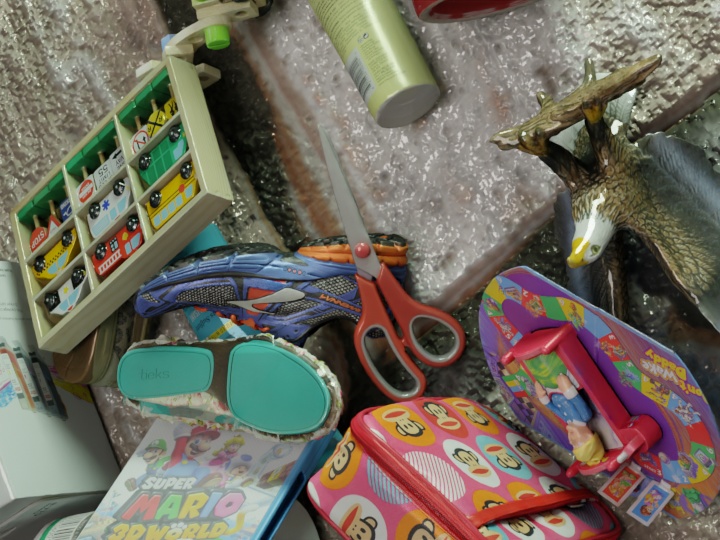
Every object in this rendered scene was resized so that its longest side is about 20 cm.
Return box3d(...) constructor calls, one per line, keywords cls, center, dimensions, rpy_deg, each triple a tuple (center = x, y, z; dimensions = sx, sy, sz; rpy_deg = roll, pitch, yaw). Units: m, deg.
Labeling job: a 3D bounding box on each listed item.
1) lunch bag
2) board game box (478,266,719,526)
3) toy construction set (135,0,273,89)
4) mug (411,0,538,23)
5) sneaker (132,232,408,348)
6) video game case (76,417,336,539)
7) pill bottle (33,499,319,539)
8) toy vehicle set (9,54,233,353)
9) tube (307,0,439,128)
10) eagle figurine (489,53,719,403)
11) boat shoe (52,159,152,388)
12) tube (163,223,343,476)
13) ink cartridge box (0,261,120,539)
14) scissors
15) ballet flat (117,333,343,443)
box3d(cls="lunch bag", center=(0.077, 0.162, 1.454), dimensions=(0.176, 0.200, 0.082), rpy_deg=(42, 110, 22))
box3d(cls="board game box", center=(0.141, 0.089, 1.454), dimensions=(0.199, 0.039, 0.159), rpy_deg=(31, 146, 29))
box3d(cls="toy construction set", center=(-0.132, -0.224, 1.659), dimensions=(0.130, 0.092, 0.202), rpy_deg=(-12, 87, 12))
box3d(cls="mug", center=(0.048, -0.274, 1.516), dimensions=(0.133, 0.176, 0.202), rpy_deg=(-22, 80, 58))
box3d(cls="sneaker", center=(-0.063, 0.021, 1.593), dimensions=(0.198, 0.075, 0.079), rpy_deg=(-5, 94, 10))
box3d(cls="video game case", center=(-0.119, 0.168, 1.563), dimensions=(0.142, 0.200, 0.018), rpy_deg=(2, 131, 31))
box3d(cls="pill bottle", center=(-0.134, 0.220, 1.628), dimensions=(0.199, 0.113, 0.114), rpy_deg=(-12, 82, 30))
box3d(cls="toy vehicle set", center=(-0.176, -0.046, 1.644), dimensions=(0.200, 0.026, 0.125), rpy_deg=(-41, 52, 31))
box3d(cls="tube", center=(-0.007, -0.194, 1.611), dimensions=(0.058, 0.052, 0.201), rpy_deg=(-26, 66, -5))
box3d(cls="eagle figurine", center=(0.171, -0.026, 1.466), dimensions=(0.201, 0.151, 0.152), rpy_deg=(55, 162, -16))
box3d(cls="boat shoe", center=(-0.176, -0.011, 1.702), dimensions=(0.073, 0.062, 0.201), rpy_deg=(21, 96, 48))
box3d(cls="tube", center=(-0.081, 0.063, 1.647), dimensions=(0.077, 0.050, 0.201), rpy_deg=(-40, 74, 38))
box3d(cls="ink cartridge box", center=(-0.299, 0.112, 1.713), dimensions=(0.145, 0.144, 0.201), rpy_deg=(-30, 73, 26))
box3d(cls="scissors", center=(0.000, 0.000, 1.553), dimensions=(0.073, 0.014, 0.201), rpy_deg=(-32, 106, 7))
box3d(cls="ballet flat", center=(-0.082, 0.080, 1.588), dimensions=(0.199, 0.064, 0.076), rpy_deg=(9, 87, 35))
